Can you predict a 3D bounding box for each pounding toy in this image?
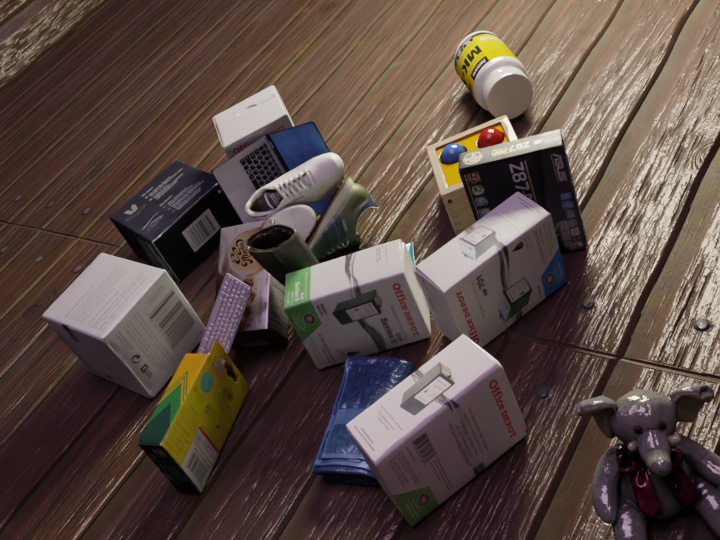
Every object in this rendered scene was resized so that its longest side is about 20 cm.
[{"bbox_3d":[0.220,-0.170,1.423,0.181,0.143,0.202,-21,38,9],"label":"pounding toy"}]

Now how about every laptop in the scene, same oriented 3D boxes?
[{"bbox_3d":[-0.142,-0.154,1.568,0.198,0.189,0.116,-34,25,-9],"label":"laptop"}]

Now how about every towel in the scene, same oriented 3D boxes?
[{"bbox_3d":[0.008,0.211,1.200,0.110,0.049,0.202,-4,44,26],"label":"towel"}]

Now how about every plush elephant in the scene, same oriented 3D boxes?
[{"bbox_3d":[0.327,0.205,0.928,0.162,0.156,0.202,-17,40,12],"label":"plush elephant"}]

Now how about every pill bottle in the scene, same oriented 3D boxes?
[{"bbox_3d":[0.266,-0.389,1.664,0.113,0.115,0.201,-24,38,4],"label":"pill bottle"}]

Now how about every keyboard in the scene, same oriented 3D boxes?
[{"bbox_3d":[-0.233,0.107,1.377,0.056,0.203,0.011,27,15,16],"label":"keyboard"}]

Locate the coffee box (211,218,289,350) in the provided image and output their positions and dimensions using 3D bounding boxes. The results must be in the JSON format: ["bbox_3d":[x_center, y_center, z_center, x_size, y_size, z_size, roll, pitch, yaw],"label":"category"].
[{"bbox_3d":[-0.184,0.025,1.440,0.111,0.080,0.204,-8,66,22],"label":"coffee box"}]

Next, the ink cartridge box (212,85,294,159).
[{"bbox_3d":[-0.185,-0.235,1.690,0.145,0.202,0.147,-27,38,0],"label":"ink cartridge box"}]

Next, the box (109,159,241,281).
[{"bbox_3d":[-0.380,-0.109,1.732,0.197,0.118,0.199,-45,42,-20],"label":"box"}]

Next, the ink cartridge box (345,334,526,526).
[{"bbox_3d":[0.101,0.205,1.072,0.199,0.147,0.084,-36,37,-11],"label":"ink cartridge box"}]

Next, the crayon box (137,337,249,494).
[{"bbox_3d":[-0.250,0.221,1.281,0.050,0.128,0.202,-3,43,27],"label":"crayon box"}]

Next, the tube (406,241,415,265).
[{"bbox_3d":[0.000,0.000,1.449,0.196,0.051,0.078,-13,47,10],"label":"tube"}]

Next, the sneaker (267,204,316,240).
[{"bbox_3d":[-0.153,-0.066,1.551,0.199,0.075,0.089,-37,12,28],"label":"sneaker"}]

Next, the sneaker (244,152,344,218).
[{"bbox_3d":[-0.118,-0.147,1.508,0.198,0.077,0.080,-29,-1,17],"label":"sneaker"}]

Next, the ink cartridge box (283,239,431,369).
[{"bbox_3d":[-0.003,0.054,1.301,0.197,0.147,0.085,-17,38,13],"label":"ink cartridge box"}]

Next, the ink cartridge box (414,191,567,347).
[{"bbox_3d":[0.197,0.006,1.237,0.199,0.148,0.086,-37,41,-11],"label":"ink cartridge box"}]

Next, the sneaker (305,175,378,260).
[{"bbox_3d":[-0.041,-0.063,1.517,0.202,0.089,0.067,-58,11,5],"label":"sneaker"}]

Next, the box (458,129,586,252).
[{"bbox_3d":[0.253,-0.107,1.287,0.158,0.202,0.050,-11,39,17],"label":"box"}]

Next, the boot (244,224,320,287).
[{"bbox_3d":[-0.069,0.001,1.357,0.179,0.202,0.073,-13,40,17],"label":"boot"}]

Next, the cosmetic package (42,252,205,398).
[{"bbox_3d":[-0.419,0.095,1.490,0.198,0.166,0.166,11,52,39],"label":"cosmetic package"}]
